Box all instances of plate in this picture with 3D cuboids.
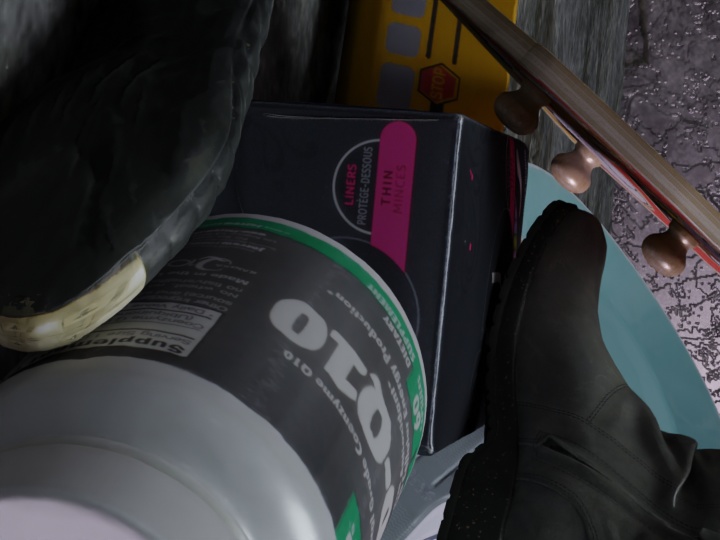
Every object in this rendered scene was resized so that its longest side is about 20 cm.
[{"bbox_3d":[0.122,0.036,1.118,0.200,0.026,0.201,48,21,-25],"label":"plate"}]

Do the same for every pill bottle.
[{"bbox_3d":[-0.052,0.064,0.610,0.200,0.112,0.114,-57,151,-68],"label":"pill bottle"}]

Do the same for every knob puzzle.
[{"bbox_3d":[0.106,-0.032,0.910,0.030,0.220,0.220,-46,169,3],"label":"knob puzzle"}]

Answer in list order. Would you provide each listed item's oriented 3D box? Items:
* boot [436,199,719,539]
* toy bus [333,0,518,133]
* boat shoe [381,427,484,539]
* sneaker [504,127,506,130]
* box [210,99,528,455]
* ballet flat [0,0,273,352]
[{"bbox_3d":[0.108,0.068,0.862,0.068,0.130,0.201,84,18,-53],"label":"boot"},{"bbox_3d":[0.033,-0.103,1.041,0.065,0.078,0.201,122,-22,-66],"label":"toy bus"},{"bbox_3d":[0.013,0.098,1.023,0.062,0.072,0.200,-43,167,34],"label":"boat shoe"},{"bbox_3d":[0.021,-0.018,1.070,0.074,0.079,0.201,80,21,-63],"label":"sneaker"},{"bbox_3d":[0.000,0.000,0.883,0.200,0.105,0.123,-6,101,-79],"label":"box"},{"bbox_3d":[-0.061,-0.036,0.640,0.200,0.066,0.057,-69,166,-54],"label":"ballet flat"}]
